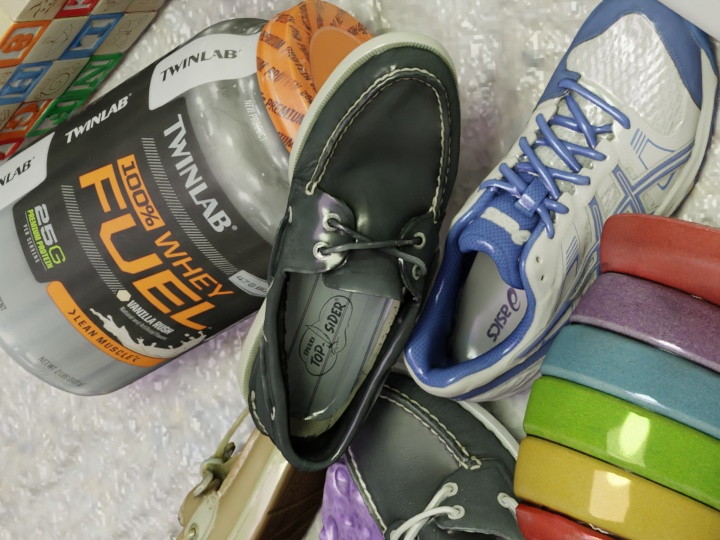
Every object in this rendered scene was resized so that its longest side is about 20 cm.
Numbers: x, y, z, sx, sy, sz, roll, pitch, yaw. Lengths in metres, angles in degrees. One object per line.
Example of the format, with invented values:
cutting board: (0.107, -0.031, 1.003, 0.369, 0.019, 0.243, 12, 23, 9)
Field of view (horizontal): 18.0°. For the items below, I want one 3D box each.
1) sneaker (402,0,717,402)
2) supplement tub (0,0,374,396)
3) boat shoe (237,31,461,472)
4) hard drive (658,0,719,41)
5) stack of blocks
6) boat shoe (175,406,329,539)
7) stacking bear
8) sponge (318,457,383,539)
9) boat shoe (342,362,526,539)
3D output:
sneaker: (0.085, -0.027, 0.966, 0.075, 0.088, 0.201, 31, 110, 23)
supplement tub: (-0.076, -0.034, 1.034, 0.199, 0.122, 0.123, -30, 83, 29)
boat shoe: (-0.002, 0.000, 0.941, 0.066, 0.074, 0.200, -107, 36, -53)
hard drive: (0.137, -0.153, 0.878, 0.199, 0.027, 0.132, 33, 146, -3)
stack of blocks: (-0.185, -0.091, 1.082, 0.059, 0.115, 0.200, 49, 117, 13)
boat shoe: (-0.075, 0.134, 1.087, 0.063, 0.073, 0.201, 37, 114, 16)
stacking bear: (0.112, 0.089, 0.915, 0.113, 0.121, 0.201, 18, 82, 40)
sponge: (0.070, 0.157, 1.035, 0.199, 0.030, 0.112, 10, 101, 29)
boat shoe: (0.051, 0.124, 0.989, 0.200, 0.060, 0.076, 48, 114, 17)
